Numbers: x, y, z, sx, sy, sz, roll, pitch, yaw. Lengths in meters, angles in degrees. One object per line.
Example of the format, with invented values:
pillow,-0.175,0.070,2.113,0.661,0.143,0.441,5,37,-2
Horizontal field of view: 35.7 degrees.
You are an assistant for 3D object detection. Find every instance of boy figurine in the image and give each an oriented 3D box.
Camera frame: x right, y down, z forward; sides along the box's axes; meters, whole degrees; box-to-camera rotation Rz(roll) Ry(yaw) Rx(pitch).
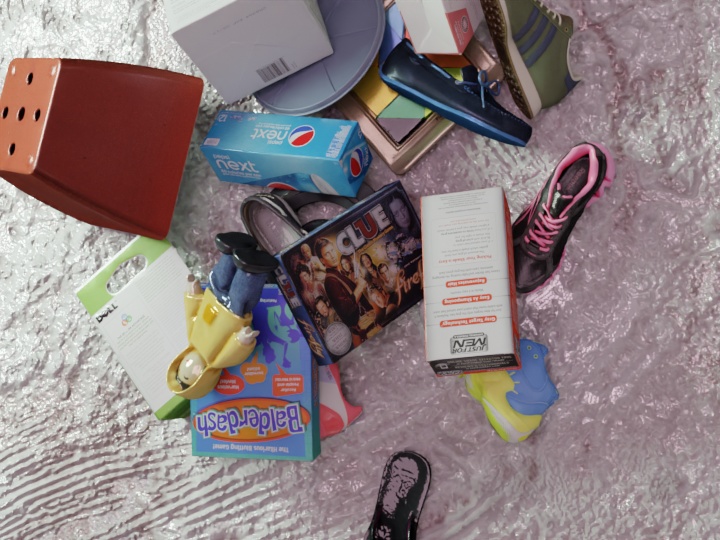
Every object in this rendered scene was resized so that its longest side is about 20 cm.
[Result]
boy figurine,-0.162,0.054,1.242,0.124,0.064,0.201,43,118,31

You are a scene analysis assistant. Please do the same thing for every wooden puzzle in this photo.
wooden puzzle,0.051,-0.249,1.376,0.185,0.037,0.200,-43,77,7

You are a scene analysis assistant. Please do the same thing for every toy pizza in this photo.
toy pizza,-0.053,-0.275,1.381,0.198,0.032,0.203,-14,61,26

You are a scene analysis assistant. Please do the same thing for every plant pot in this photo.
plant pot,-0.334,-0.164,1.350,0.199,0.175,0.203,11,87,47

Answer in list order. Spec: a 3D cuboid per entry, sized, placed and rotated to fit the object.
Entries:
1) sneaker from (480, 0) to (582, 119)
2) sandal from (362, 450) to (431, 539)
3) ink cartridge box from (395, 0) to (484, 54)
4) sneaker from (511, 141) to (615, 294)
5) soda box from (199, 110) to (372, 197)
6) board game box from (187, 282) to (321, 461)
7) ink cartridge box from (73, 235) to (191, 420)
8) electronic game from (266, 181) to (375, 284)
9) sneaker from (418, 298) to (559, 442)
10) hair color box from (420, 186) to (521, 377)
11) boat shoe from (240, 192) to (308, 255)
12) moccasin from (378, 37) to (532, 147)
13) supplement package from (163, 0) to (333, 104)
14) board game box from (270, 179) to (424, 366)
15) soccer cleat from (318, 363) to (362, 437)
sneaker,0.200,-0.282,1.292,0.089,0.067,0.202,-27,120,-4
sandal,0.036,0.315,1.322,0.074,0.048,0.203,8,86,14
ink cartridge box,0.113,-0.362,1.305,0.067,0.117,0.201,8,53,32
sneaker,0.221,-0.065,1.289,0.078,0.095,0.202,30,94,13
soda box,-0.090,-0.143,1.354,0.198,0.068,0.065,9,58,27
board game box,-0.123,0.117,1.305,0.150,0.045,0.203,0,96,11
ink cartridge box,-0.239,0.063,1.399,0.147,0.076,0.201,-39,77,8
electronic game,-0.047,-0.023,1.376,0.197,0.042,0.203,0,91,17
sneaker,0.156,0.098,1.312,0.104,0.076,0.201,-33,77,-10
hair color box,0.124,0.012,1.265,0.100,0.061,0.203,-6,65,14
boat shoe,-0.072,-0.011,1.330,0.074,0.060,0.201,-38,80,14
moccasin,0.117,-0.213,1.309,0.198,0.080,0.069,29,90,8
supplement package,-0.146,-0.345,1.344,0.150,0.151,0.202,-23,59,11
board game box,0.000,0.000,1.283,0.199,0.034,0.137,-34,101,-34
soccer cleat,-0.069,0.105,1.358,0.076,0.067,0.202,-24,85,-20
